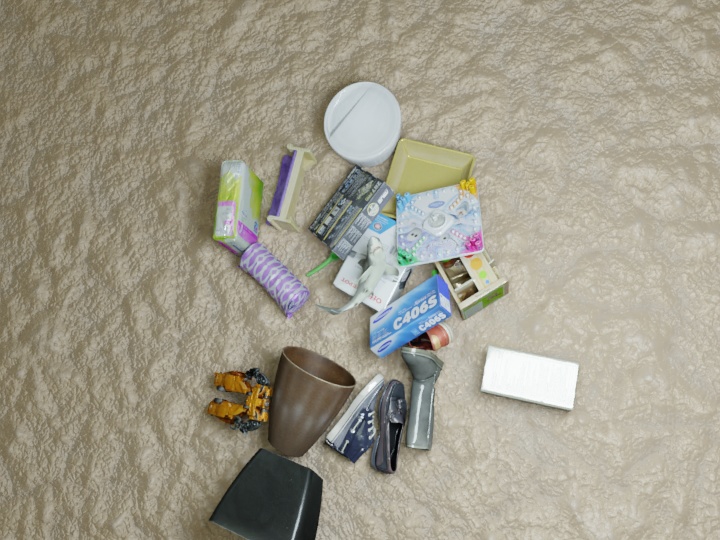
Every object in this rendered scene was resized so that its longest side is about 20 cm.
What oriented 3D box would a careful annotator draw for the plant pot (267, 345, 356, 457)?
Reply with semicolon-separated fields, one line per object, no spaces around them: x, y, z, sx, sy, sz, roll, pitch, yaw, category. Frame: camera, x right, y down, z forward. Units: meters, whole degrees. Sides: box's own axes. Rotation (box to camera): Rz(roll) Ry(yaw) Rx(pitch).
-0.129;0.306;1.572;0.183;0.186;0.205;26;97;17;plant pot

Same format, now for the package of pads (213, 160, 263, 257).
-0.300;-0.151;1.721;0.066;0.155;0.207;1;76;12;package of pads

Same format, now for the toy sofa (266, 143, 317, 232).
-0.182;-0.206;1.746;0.095;0.083;0.206;12;79;14;toy sofa

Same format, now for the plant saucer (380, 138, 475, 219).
0.160;-0.198;1.679;0.194;0.049;0.205;15;77;13;plant saucer

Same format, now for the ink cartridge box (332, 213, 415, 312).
0.047;-0.014;1.646;0.142;0.084;0.204;27;83;17;ink cartridge box

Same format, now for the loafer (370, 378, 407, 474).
0.076;0.348;1.549;0.062;0.071;0.206;5;82;53;loafer

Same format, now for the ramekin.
0.012;-0.354;1.733;0.196;0.094;0.209;-3;76;12;ramekin

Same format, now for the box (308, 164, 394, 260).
-0.026;-0.143;1.663;0.202;0.049;0.161;-53;33;1;box

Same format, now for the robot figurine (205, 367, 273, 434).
-0.275;0.296;1.616;0.196;0.058;0.150;2;76;40;robot figurine

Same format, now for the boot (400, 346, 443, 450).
0.122;0.280;1.516;0.071;0.181;0.206;7;73;37;boot

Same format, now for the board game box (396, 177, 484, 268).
0.172;-0.111;1.563;0.194;0.026;0.205;-11;52;16;board game box

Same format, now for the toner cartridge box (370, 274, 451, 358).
0.105;0.101;1.517;0.198;0.043;0.096;-35;33;27;toner cartridge box

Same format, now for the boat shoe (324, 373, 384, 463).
0.012;0.338;1.580;0.092;0.075;0.202;38;94;11;boat shoe

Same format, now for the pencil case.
-0.210;0.022;1.700;0.200;0.083;0.086;45;112;20;pencil case

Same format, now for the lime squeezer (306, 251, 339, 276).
-0.060;-0.063;1.707;0.069;0.038;0.204;27;84;18;lime squeezer

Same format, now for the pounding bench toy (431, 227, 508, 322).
0.212;0.022;1.578;0.197;0.124;0.159;-31;72;4;pounding bench toy

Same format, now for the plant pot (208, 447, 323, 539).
-0.183;0.506;1.522;0.195;0.201;0.181;16;68;16;plant pot

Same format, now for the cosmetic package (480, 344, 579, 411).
0.365;0.234;1.511;0.194;0.087;0.107;11;80;14;cosmetic package

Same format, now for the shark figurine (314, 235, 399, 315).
-0.001;0.019;1.578;0.217;0.126;0.090;-56;46;13;shark figurine

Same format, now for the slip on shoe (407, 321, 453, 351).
0.120;0.139;1.556;0.060;0.198;0.076;-30;112;-31;slip on shoe
